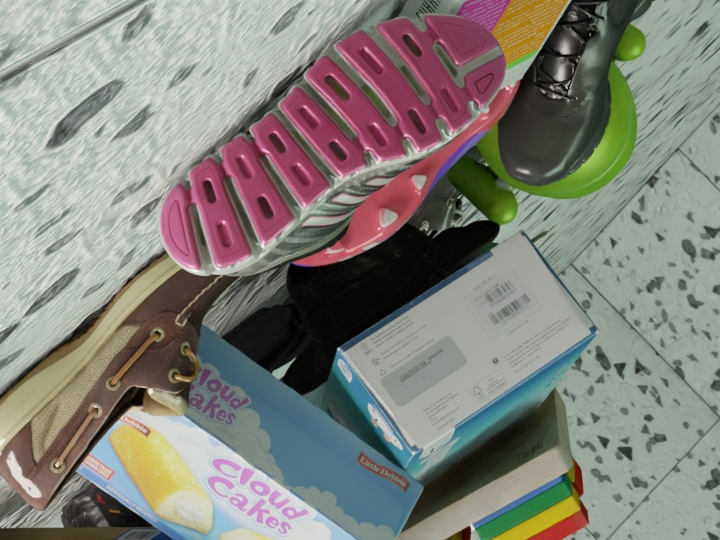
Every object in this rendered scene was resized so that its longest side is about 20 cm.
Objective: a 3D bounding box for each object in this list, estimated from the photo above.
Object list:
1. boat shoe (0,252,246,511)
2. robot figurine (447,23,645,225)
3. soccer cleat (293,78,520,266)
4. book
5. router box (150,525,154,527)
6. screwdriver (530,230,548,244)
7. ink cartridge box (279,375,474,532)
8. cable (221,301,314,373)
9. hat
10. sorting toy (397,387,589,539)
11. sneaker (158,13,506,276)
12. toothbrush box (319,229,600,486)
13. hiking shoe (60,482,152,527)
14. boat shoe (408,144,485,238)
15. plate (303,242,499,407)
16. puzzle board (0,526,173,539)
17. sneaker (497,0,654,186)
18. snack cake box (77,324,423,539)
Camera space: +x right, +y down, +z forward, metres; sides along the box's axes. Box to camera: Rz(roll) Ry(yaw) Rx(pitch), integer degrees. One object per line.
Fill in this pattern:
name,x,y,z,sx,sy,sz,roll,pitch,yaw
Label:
boat shoe,-0.121,0.054,0.933,0.200,0.072,0.072,-41,172,-17
robot figurine,0.146,-0.112,1.238,0.176,0.116,0.200,-51,171,9
soccer cleat,0.023,-0.070,1.052,0.200,0.067,0.076,-44,177,-13
book,0.074,-0.156,0.917,0.134,0.048,0.200,-34,167,-35
router box,-0.169,0.231,1.251,0.149,0.051,0.200,-17,168,-23
screwdriver,0.067,0.032,1.298,0.200,0.028,0.029,-34,-143,10
ink cartridge box,0.037,0.132,1.372,0.200,0.147,0.145,-36,-148,4
cable,-0.077,0.073,1.335,0.200,0.051,0.163,-39,171,-34
hat,0.000,0.000,1.191,0.201,0.081,0.201,-39,-173,6
sorting toy,0.071,0.178,1.188,0.199,0.070,0.200,-30,-176,9
sneaker,-0.014,-0.061,0.866,0.200,0.074,0.087,-36,172,-5
toothbrush box,0.057,0.074,1.103,0.146,0.085,0.200,-32,166,-15
hiking shoe,-0.159,0.160,1.304,0.101,0.076,0.200,-30,175,-43
boat shoe,0.045,-0.024,1.411,0.200,0.057,0.067,-45,172,10
plate,0.023,0.035,1.274,0.200,0.026,0.200,-39,-172,6
puzzle board,-0.198,0.199,1.078,0.200,0.017,0.151,-4,-170,24
sneaker,0.136,-0.152,1.075,0.200,0.076,0.091,-69,161,-4
snack cake box,-0.076,0.123,1.031,0.115,0.200,0.067,-51,-176,47
